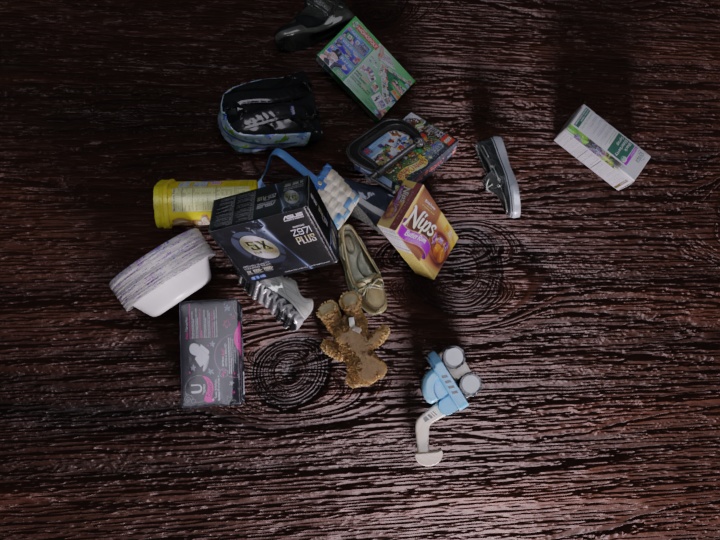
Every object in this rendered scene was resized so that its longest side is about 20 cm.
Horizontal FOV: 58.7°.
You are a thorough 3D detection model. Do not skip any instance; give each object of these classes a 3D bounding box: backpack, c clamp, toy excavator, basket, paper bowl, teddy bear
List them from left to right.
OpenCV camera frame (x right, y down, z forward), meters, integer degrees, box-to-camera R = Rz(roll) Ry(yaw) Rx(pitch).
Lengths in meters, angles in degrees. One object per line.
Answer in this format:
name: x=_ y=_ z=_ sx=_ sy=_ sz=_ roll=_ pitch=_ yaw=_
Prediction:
paper bowl: x=-0.373 y=0.013 z=1.243 sx=0.200 sy=0.201 sz=0.105 roll=-35 pitch=97 yaw=-13
backpack: x=-0.205 y=-0.330 z=1.372 sx=0.199 sy=0.154 sz=0.164 roll=-14 pitch=83 yaw=-32
basket: x=-0.115 y=-0.157 z=1.326 sx=0.200 sy=0.176 sz=0.139 roll=38 pitch=67 yaw=-5
teddy bear: x=-0.014 y=0.143 z=1.341 sx=0.145 sy=0.067 sz=0.200 roll=-40 pitch=84 yaw=-9
c clamp: x=0.063 y=-0.249 z=1.354 sx=0.170 sy=0.027 sz=0.200 roll=31 pitch=59 yaw=25
toy excavator: x=0.163 y=0.277 z=1.335 sx=0.199 sy=0.100 sz=0.195 roll=-32 pitch=83 yaw=1

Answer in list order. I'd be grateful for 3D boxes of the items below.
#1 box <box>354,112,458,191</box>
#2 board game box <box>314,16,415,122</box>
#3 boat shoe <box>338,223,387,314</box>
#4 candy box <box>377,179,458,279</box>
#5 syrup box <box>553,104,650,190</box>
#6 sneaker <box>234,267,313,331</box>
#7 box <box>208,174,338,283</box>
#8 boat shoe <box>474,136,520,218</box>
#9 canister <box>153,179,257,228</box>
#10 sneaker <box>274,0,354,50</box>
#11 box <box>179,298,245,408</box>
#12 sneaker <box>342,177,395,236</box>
box: x=0.101 y=-0.254 z=1.395 sx=0.136 sy=0.038 sz=0.200 roll=35 pitch=59 yaw=21
board game box: x=0.012 y=-0.455 z=1.454 sx=0.200 sy=0.029 sz=0.135 roll=44 pitch=76 yaw=-11
boat shoe: x=0.002 y=-0.002 z=1.369 sx=0.073 sy=0.063 sz=0.202 roll=-19 pitch=83 yaw=-11
candy box: x=0.124 y=-0.083 z=1.343 sx=0.056 sy=0.200 sz=0.117 roll=21 pitch=72 yaw=39
syrup box: x=0.563 y=-0.286 z=1.495 sx=0.200 sy=0.081 sz=0.079 roll=38 pitch=78 yaw=2
sneaker: x=-0.183 y=0.035 z=1.340 sx=0.200 sy=0.075 sz=0.081 roll=44 pitch=58 yaw=3
box: x=-0.160 y=-0.074 z=1.220 sx=0.198 sy=0.164 sz=0.087 roll=-12 pitch=49 yaw=13
boat shoe: x=0.309 y=-0.207 z=1.457 sx=0.070 sy=0.072 sz=0.201 roll=-13 pitch=71 yaw=-1
canister: x=-0.308 y=-0.139 z=1.306 sx=0.198 sy=0.149 sz=0.087 roll=-2 pitch=106 yaw=-8
sneaker: x=-0.122 y=-0.578 z=1.456 sx=0.199 sy=0.076 sz=0.115 roll=-29 pitch=83 yaw=-15
box: x=-0.291 y=0.164 z=1.261 sx=0.114 sy=0.132 sz=0.202 roll=-2 pitch=81 yaw=-7
sneaker: x=0.033 y=-0.177 z=1.405 sx=0.202 sy=0.077 sz=0.146 roll=35 pitch=65 yaw=11
